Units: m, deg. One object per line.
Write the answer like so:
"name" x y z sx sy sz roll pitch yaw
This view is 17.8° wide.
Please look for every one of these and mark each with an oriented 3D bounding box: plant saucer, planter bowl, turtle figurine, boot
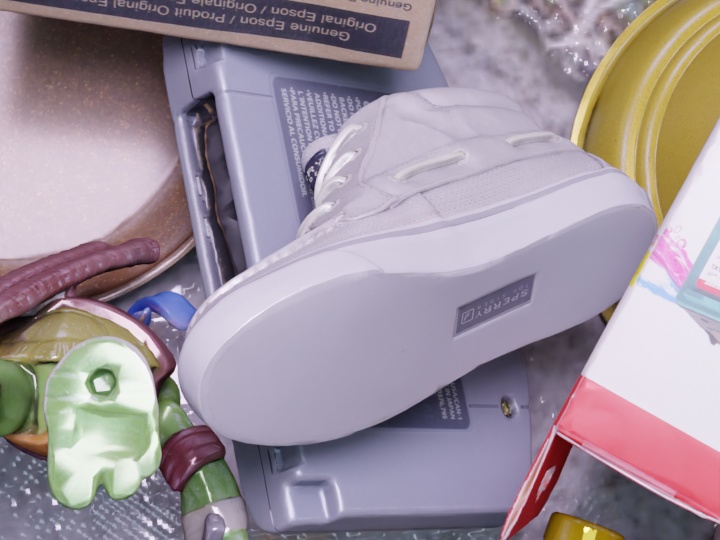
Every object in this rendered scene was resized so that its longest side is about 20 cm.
"plant saucer" -0.135 -0.078 0.895 0.200 0.037 0.201 1 80 -6
"planter bowl" 0.186 -0.038 0.898 0.200 0.083 0.201 1 80 -6
"turtle figurine" -0.112 0.083 0.780 0.144 0.194 0.200 41 84 9
"boot" 0.003 -0.008 0.795 0.200 0.074 0.096 -17 43 -36

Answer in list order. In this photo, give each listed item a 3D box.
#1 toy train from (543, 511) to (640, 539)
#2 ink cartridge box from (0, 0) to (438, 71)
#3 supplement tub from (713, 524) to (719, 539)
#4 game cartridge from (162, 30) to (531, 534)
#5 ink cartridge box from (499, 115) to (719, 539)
"toy train" 0.044 0.175 0.866 0.199 0.056 0.151 -20 89 -8
"ink cartridge box" -0.048 -0.177 0.858 0.164 0.075 0.200 8 49 -4
"supplement tub" 0.246 0.121 0.847 0.199 0.145 0.146 -17 83 -9
"game cartridge" 0.000 0.000 0.857 0.133 0.041 0.201 7 64 -46
"ink cartridge box" 0.127 0.017 0.795 0.067 0.116 0.200 29 95 10
